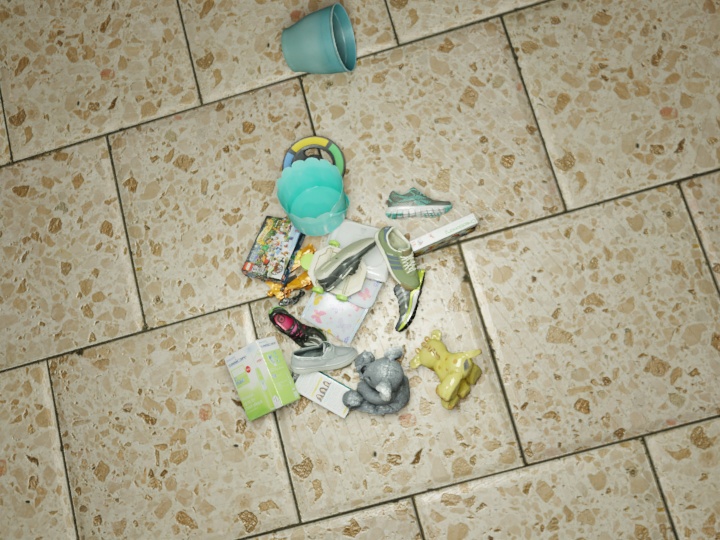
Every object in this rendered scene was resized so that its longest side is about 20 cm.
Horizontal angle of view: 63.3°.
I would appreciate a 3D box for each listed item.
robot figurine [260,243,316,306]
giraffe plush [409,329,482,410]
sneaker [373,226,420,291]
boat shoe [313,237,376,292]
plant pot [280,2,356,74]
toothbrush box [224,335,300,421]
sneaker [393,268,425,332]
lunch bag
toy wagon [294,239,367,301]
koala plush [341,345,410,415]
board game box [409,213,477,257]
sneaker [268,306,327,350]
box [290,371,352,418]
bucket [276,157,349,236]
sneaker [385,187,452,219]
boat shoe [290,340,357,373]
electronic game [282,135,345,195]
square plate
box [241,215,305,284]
[{"bbox_3d":[-0.198,0.017,1.762,0.200,0.058,0.145,-36,80,-1],"label":"robot figurine"},{"bbox_3d":[0.231,0.265,1.642,0.162,0.200,0.173,31,53,32],"label":"giraffe plush"},{"bbox_3d":[0.116,-0.038,1.642,0.067,0.090,0.200,-31,89,-30],"label":"sneaker"},{"bbox_3d":[-0.034,-0.020,1.579,0.200,0.072,0.068,-39,116,-19],"label":"boat shoe"},{"bbox_3d":[-0.134,-0.695,1.801,0.188,0.200,0.200,-6,81,20],"label":"plant pot"},{"bbox_3d":[-0.285,0.311,1.687,0.146,0.086,0.200,-30,78,30],"label":"toothbrush box"},{"bbox_3d":[0.131,0.084,1.720,0.081,0.074,0.200,14,76,14],"label":"sneaker"},{"bbox_3d":[-0.055,0.084,1.688,0.170,0.127,0.200,31,91,-2],"label":"lunch bag"},{"bbox_3d":[-0.084,-0.006,1.618,0.200,0.040,0.155,18,74,3],"label":"toy wagon"},{"bbox_3d":[0.065,0.297,1.603,0.184,0.200,0.177,19,58,2],"label":"koala plush"},{"bbox_3d":[0.239,-0.099,1.700,0.200,0.126,0.035,-24,80,2],"label":"board game box"},{"bbox_3d":[-0.188,0.180,1.716,0.200,0.084,0.077,31,94,-2],"label":"sneaker"},{"bbox_3d":[-0.112,0.347,1.709,0.200,0.049,0.082,28,85,9],"label":"box"},{"bbox_3d":[-0.134,-0.208,1.694,0.207,0.135,0.207,-3,66,6],"label":"bucket"},{"bbox_3d":[0.173,-0.208,1.751,0.200,0.078,0.091,-1,78,4],"label":"sneaker"},{"bbox_3d":[-0.103,0.242,1.681,0.201,0.070,0.072,-10,123,-18],"label":"boat shoe"},{"bbox_3d":[-0.145,-0.322,1.814,0.200,0.042,0.200,-1,81,5],"label":"electronic game"},{"bbox_3d":[-0.002,-0.070,1.703,0.200,0.028,0.198,15,52,2],"label":"square plate"},{"bbox_3d":[-0.254,-0.064,1.746,0.136,0.038,0.200,11,65,20],"label":"box"}]
